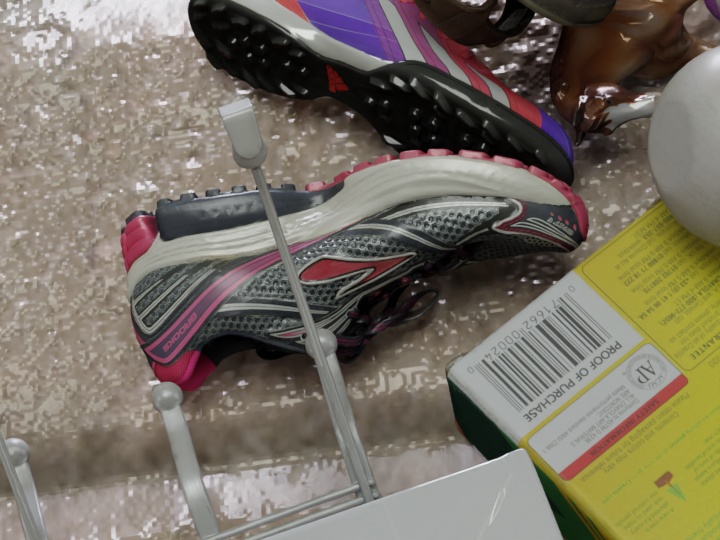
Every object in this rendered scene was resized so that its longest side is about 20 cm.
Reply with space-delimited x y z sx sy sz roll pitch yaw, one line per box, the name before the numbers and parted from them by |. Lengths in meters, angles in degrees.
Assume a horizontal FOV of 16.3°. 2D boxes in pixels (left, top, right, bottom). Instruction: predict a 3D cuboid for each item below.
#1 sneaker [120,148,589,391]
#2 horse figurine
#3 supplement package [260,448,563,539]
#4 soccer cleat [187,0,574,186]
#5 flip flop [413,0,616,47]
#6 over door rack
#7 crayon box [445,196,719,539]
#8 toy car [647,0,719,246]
sneaker | 0.000 0.000 1.063 0.198 0.081 0.075 -12 74 9
horse figurine | 0.130 -0.147 1.143 0.131 0.050 0.201 -13 62 -5
supplement package | 0.025 0.197 0.913 0.155 0.111 0.201 -18 57 -4
soccer cleat | 0.018 -0.096 1.121 0.199 0.068 0.073 27 59 24
flip flop | 0.047 -0.129 1.096 0.058 0.081 0.200 -59 26 3
over door rack | -0.082 0.038 0.993 0.147 0.201 0.067 -20 23 -3
crayon box | 0.144 0.078 1.003 0.127 0.051 0.200 -36 60 -14
toy car | 0.200 -0.104 1.025 0.174 0.201 0.150 -2 39 -24
